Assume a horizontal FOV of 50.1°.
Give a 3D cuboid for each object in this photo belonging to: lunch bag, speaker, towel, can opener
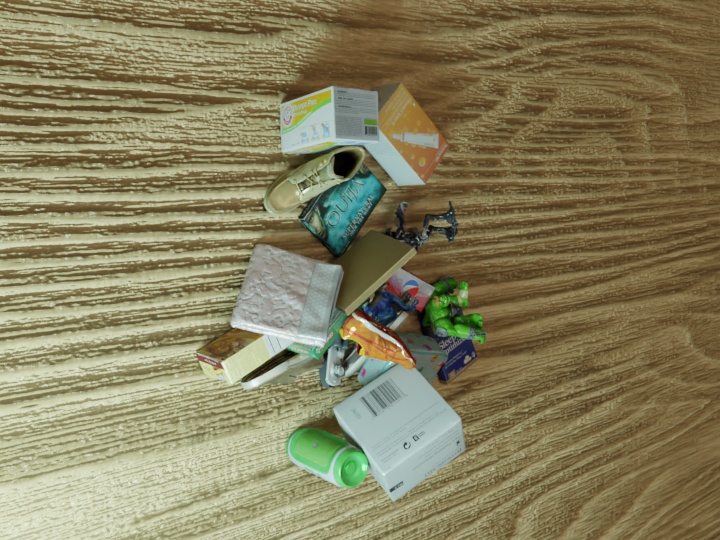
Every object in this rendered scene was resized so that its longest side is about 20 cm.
[{"bbox_3d":[0.098,0.226,1.755,0.200,0.077,0.160,11,117,-45],"label":"lunch bag"},{"bbox_3d":[-0.072,0.385,1.598,0.088,0.200,0.089,-4,96,-37],"label":"speaker"},{"bbox_3d":[-0.140,0.046,1.521,0.191,0.032,0.200,14,51,-3],"label":"towel"},{"bbox_3d":[-0.058,0.155,1.683,0.053,0.066,0.200,24,70,-53],"label":"can opener"}]

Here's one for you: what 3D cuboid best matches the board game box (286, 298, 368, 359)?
[{"bbox_3d":[-0.073,0.093,1.617,0.200,0.135,0.029,-50,123,-24],"label":"board game box"}]

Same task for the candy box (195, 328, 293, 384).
[{"bbox_3d":[-0.211,0.141,1.525,0.200,0.115,0.055,-34,114,-31],"label":"candy box"}]

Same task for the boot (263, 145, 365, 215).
[{"bbox_3d":[-0.093,-0.183,1.555,0.200,0.155,0.073,-33,102,-22],"label":"boot"}]

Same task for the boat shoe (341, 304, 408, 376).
[{"bbox_3d":[0.022,0.153,1.742,0.060,0.072,0.200,42,78,11],"label":"boat shoe"}]

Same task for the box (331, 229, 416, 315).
[{"bbox_3d":[0.000,0.000,1.620,0.200,0.163,0.021,-41,124,-16],"label":"box"}]

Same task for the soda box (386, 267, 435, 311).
[{"bbox_3d":[0.074,0.021,1.761,0.200,0.063,0.070,28,93,-36],"label":"soda box"}]

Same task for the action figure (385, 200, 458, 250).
[{"bbox_3d":[0.122,-0.092,1.776,0.200,0.102,0.119,-16,140,2],"label":"action figure"}]

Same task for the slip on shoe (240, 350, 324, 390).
[{"bbox_3d":[-0.156,0.209,1.604,0.200,0.076,0.061,-28,104,-41],"label":"slip on shoe"}]

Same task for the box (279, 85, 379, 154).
[{"bbox_3d":[-0.066,-0.297,1.549,0.112,0.200,0.101,-3,92,-36],"label":"box"}]

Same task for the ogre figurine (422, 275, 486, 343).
[{"bbox_3d":[0.211,0.097,1.832,0.120,0.098,0.200,-7,67,-21],"label":"ogre figurine"}]

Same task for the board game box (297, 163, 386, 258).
[{"bbox_3d":[-0.037,-0.147,1.693,0.135,0.028,0.200,45,67,-32],"label":"board game box"}]

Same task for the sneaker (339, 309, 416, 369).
[{"bbox_3d":[0.036,0.152,1.592,0.200,0.073,0.077,36,102,-27],"label":"sneaker"}]

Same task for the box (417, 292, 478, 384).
[{"bbox_3d":[0.218,0.168,1.914,0.121,0.032,0.200,-33,112,-31],"label":"box"}]

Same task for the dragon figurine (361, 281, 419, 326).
[{"bbox_3d":[0.041,0.091,1.680,0.200,0.059,0.099,-39,109,-25],"label":"dragon figurine"}]

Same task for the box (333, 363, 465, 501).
[{"bbox_3d":[0.083,0.332,1.619,0.199,0.200,0.131,-33,141,-14],"label":"box"}]

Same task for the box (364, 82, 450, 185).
[{"bbox_3d":[0.088,-0.303,1.734,0.200,0.097,0.124,45,67,-31],"label":"box"}]
